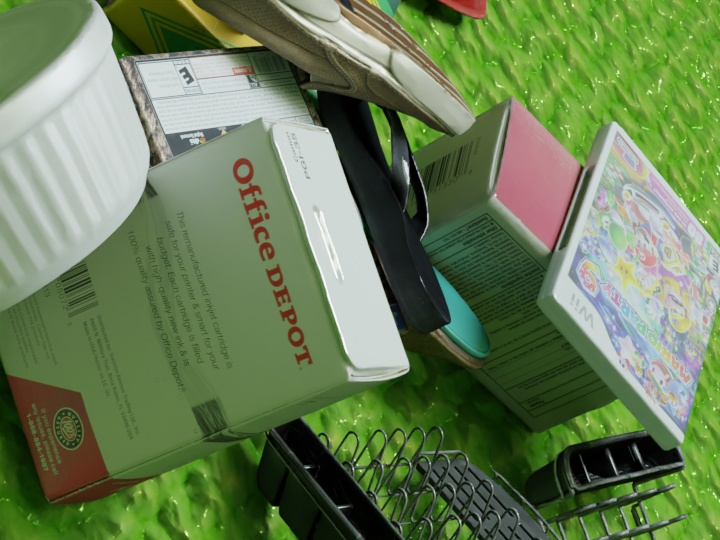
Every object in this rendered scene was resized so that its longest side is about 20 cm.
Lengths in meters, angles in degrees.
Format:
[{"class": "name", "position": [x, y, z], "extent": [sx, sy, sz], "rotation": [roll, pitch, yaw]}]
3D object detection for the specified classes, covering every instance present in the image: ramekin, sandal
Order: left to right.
[{"class": "ramekin", "position": [-0.200, -0.048, 1.071], "extent": [0.094, 0.202, 0.203], "rotation": [61, 34, -23]}, {"class": "sandal", "position": [0.023, -0.051, 1.326], "extent": [0.076, 0.043, 0.201], "rotation": [44, 22, -61]}]

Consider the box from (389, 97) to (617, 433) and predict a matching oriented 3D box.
[{"class": "box", "position": [0.116, -0.001, 1.474], "extent": [0.200, 0.128, 0.109], "rotation": [42, 40, -26]}]

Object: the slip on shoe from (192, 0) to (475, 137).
[{"class": "slip on shoe", "position": [-0.015, -0.136, 1.292], "extent": [0.200, 0.061, 0.076], "rotation": [34, 18, -32]}]

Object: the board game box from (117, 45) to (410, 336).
[{"class": "board game box", "position": [-0.086, -0.024, 1.267], "extent": [0.159, 0.097, 0.201], "rotation": [-13, 77, -53]}]

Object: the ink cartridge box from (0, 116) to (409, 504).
[{"class": "ink cartridge box", "position": [-0.091, 0.024, 1.128], "extent": [0.083, 0.200, 0.147], "rotation": [1, 68, -65]}]

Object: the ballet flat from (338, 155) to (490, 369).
[{"class": "ballet flat", "position": [0.000, 0.000, 1.378], "extent": [0.200, 0.072, 0.068], "rotation": [48, 22, -19]}]

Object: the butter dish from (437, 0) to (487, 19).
[{"class": "butter dish", "position": [0.063, -0.324, 1.606], "extent": [0.200, 0.148, 0.200], "rotation": [23, 52, -42]}]

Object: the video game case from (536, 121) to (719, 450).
[{"class": "video game case", "position": [0.190, 0.007, 1.436], "extent": [0.143, 0.018, 0.200], "rotation": [48, 39, -20]}]

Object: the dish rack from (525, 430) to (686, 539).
[{"class": "dish rack", "position": [0.195, 0.218, 1.475], "extent": [0.153, 0.054, 0.201], "rotation": [-5, 72, -51]}]

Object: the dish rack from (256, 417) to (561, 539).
[{"class": "dish rack", "position": [0.043, 0.149, 1.285], "extent": [0.200, 0.055, 0.153], "rotation": [1, 36, -41]}]

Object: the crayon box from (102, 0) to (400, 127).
[{"class": "crayon box", "position": [-0.066, -0.185, 1.430], "extent": [0.173, 0.058, 0.200], "rotation": [45, 39, -22]}]
